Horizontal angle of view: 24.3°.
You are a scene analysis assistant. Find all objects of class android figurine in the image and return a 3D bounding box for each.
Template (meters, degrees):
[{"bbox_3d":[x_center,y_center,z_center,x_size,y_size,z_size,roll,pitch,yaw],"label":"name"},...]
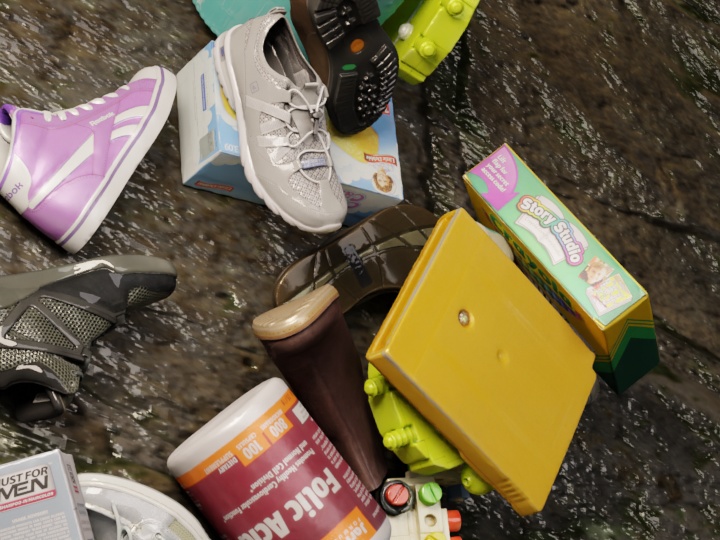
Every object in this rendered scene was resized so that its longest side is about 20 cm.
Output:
[{"bbox_3d":[0.082,0.097,1.402,0.200,0.041,0.182,-13,83,-42],"label":"android figurine"},{"bbox_3d":[0.058,-0.247,1.582,0.041,0.182,0.200,30,14,-19],"label":"android figurine"}]

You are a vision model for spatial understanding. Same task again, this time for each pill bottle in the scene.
[{"bbox_3d":[-0.048,0.193,1.297,0.200,0.114,0.114,52,44,-3],"label":"pill bottle"}]

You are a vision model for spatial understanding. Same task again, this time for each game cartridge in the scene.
[{"bbox_3d":[0.107,0.075,1.386,0.200,0.032,0.176,48,48,-20],"label":"game cartridge"}]

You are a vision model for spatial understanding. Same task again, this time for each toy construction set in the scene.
[{"bbox_3d":[0.077,0.228,1.400,0.131,0.092,0.200,-1,56,-14],"label":"toy construction set"}]

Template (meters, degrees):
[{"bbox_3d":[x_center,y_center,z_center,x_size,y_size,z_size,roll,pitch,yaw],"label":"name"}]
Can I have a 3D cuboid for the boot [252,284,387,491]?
[{"bbox_3d":[-0.019,0.099,1.343,0.200,0.072,0.166,5,60,-88],"label":"boot"}]

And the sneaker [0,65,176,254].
[{"bbox_3d":[-0.228,-0.120,1.358,0.114,0.073,0.201,37,47,-14],"label":"sneaker"}]

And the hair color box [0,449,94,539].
[{"bbox_3d":[-0.202,0.226,1.132,0.061,0.099,0.200,-15,83,-7],"label":"hair color box"}]

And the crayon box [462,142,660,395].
[{"bbox_3d":[0.185,0.001,1.533,0.200,0.058,0.173,50,-4,26],"label":"crayon box"}]

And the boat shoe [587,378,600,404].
[{"bbox_3d":[0.140,0.080,1.567,0.201,0.070,0.072,40,71,-24],"label":"boat shoe"}]

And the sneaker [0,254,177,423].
[{"bbox_3d":[-0.217,0.053,1.266,0.199,0.076,0.114,-15,78,-41],"label":"sneaker"}]

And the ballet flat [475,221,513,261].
[{"bbox_3d":[0.065,0.041,1.471,0.069,0.069,0.200,37,73,-18],"label":"ballet flat"}]

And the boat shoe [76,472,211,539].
[{"bbox_3d":[-0.145,0.224,1.230,0.202,0.074,0.065,45,41,-21],"label":"boat shoe"}]

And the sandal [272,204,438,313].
[{"bbox_3d":[0.000,0.000,1.499,0.200,0.055,0.082,-28,94,-30],"label":"sandal"}]

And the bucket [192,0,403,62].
[{"bbox_3d":[-0.053,-0.284,1.532,0.207,0.135,0.207,22,43,-22],"label":"bucket"}]

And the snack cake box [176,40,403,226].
[{"bbox_3d":[-0.063,-0.119,1.499,0.200,0.067,0.115,12,58,-35],"label":"snack cake box"}]

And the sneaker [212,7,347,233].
[{"bbox_3d":[-0.060,-0.126,1.400,0.075,0.082,0.200,-18,79,-44],"label":"sneaker"}]

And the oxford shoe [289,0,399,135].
[{"bbox_3d":[-0.018,-0.198,1.433,0.073,0.200,0.084,-30,54,-15],"label":"oxford shoe"}]
